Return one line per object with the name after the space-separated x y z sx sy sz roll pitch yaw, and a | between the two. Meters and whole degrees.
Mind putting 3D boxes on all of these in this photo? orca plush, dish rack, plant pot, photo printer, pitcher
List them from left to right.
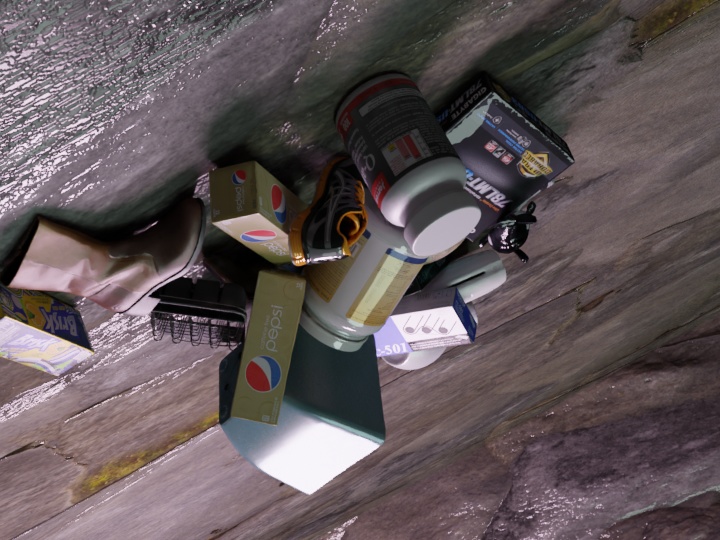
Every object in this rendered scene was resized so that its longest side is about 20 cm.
-0.229 0.070 1.432 0.151 0.055 0.201 9 152 -2 | dish rack
-0.105 0.189 1.552 0.198 0.198 0.196 24 132 -33 | plant pot
0.103 0.120 1.947 0.171 0.123 0.199 -28 175 42 | pitcher
0.156 0.024 1.764 0.164 0.070 0.200 -23 179 -8 | photo printer
0.242 -0.050 1.549 0.105 0.071 0.200 -36 175 -8 | orca plush

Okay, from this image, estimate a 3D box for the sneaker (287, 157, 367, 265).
-0.023 -0.074 1.314 0.076 0.201 0.079 3 133 22 | sneaker

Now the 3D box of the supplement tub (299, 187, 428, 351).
0.000 0.000 1.465 0.143 0.145 0.201 3 127 -52 | supplement tub

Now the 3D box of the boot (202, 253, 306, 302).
-0.145 -0.006 1.466 0.097 0.074 0.200 -53 150 -1 | boot

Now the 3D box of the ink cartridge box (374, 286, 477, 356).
0.081 0.087 1.674 0.197 0.045 0.094 -10 133 27 | ink cartridge box

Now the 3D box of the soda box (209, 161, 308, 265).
-0.118 -0.067 1.298 0.063 0.069 0.200 -11 162 17 | soda box

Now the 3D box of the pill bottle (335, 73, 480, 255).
0.059 -0.127 1.245 0.115 0.202 0.116 -23 157 -11 | pill bottle

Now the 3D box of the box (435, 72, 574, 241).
0.164 -0.150 1.433 0.198 0.050 0.199 -39 132 24 | box

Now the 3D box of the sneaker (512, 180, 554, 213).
0.216 -0.129 1.587 0.115 0.076 0.199 -43 157 26 | sneaker

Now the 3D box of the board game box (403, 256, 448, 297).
0.057 0.020 1.635 0.134 0.028 0.200 -22 -175 20 | board game box

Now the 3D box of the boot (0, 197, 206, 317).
-0.302 -0.036 1.227 0.199 0.069 0.188 20 125 -44 | boot

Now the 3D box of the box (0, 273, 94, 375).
-0.413 0.068 1.271 0.064 0.071 0.200 -30 157 6 | box

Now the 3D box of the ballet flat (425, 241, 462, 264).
0.077 -0.038 1.567 0.198 0.069 0.067 -30 152 -2 | ballet flat

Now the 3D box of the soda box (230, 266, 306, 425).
-0.124 0.101 1.397 0.067 0.203 0.064 12 -175 -4 | soda box
